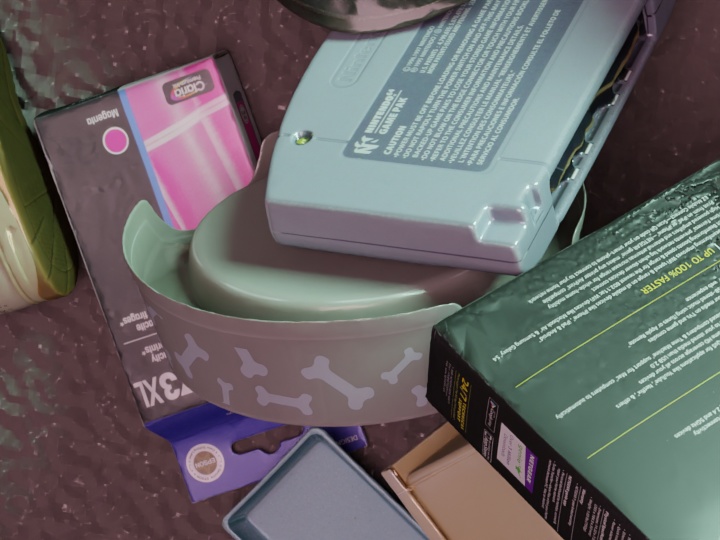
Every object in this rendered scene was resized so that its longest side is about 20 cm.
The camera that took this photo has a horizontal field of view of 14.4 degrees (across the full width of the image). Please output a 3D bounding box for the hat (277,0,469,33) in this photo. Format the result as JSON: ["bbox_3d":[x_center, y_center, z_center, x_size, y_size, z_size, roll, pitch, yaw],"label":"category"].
[{"bbox_3d":[0.010,-0.203,1.250,0.200,0.081,0.201,1,94,20],"label":"hat"}]

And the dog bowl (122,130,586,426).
[{"bbox_3d":[0.000,0.000,1.221,0.200,0.200,0.059,1,118,12],"label":"dog bowl"}]

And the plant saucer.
[{"bbox_3d":[0.030,0.162,1.337,0.200,0.019,0.070,44,106,0],"label":"plant saucer"}]

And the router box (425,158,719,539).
[{"bbox_3d":[0.148,0.037,1.124,0.149,0.200,0.051,45,151,31],"label":"router box"}]

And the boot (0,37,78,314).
[{"bbox_3d":[-0.236,-0.059,1.338,0.154,0.072,0.200,-20,95,17],"label":"boot"}]

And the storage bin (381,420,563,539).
[{"bbox_3d":[0.154,0.102,1.222,0.198,0.094,0.200,-36,90,-29],"label":"storage bin"}]

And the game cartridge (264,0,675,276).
[{"bbox_3d":[0.043,-0.077,1.211,0.133,0.200,0.041,11,137,23],"label":"game cartridge"}]

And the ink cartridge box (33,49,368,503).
[{"bbox_3d":[-0.074,0.006,1.332,0.095,0.037,0.200,-19,97,14],"label":"ink cartridge box"}]
